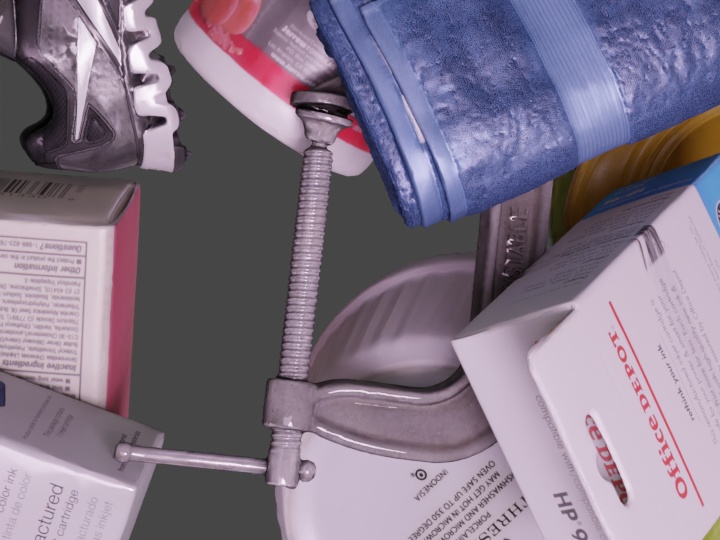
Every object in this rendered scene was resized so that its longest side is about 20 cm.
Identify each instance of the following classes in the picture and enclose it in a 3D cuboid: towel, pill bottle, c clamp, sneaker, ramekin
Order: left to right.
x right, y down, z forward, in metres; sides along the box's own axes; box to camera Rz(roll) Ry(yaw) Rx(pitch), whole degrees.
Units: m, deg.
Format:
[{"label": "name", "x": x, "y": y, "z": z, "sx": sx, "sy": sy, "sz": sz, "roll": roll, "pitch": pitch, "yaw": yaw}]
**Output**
[{"label": "sneaker", "x": -0.138, "y": -0.135, "z": 0.988, "sx": 0.090, "sy": 0.066, "sz": 0.201, "roll": -12, "pitch": 105, "yaw": -12}, {"label": "c clamp", "x": 0.000, "y": 0.000, "z": 0.914, "sx": 0.170, "sy": 0.027, "sz": 0.201, "roll": 13, "pitch": 82, "yaw": -10}, {"label": "pill bottle", "x": 0.015, "y": -0.152, "z": 0.967, "sx": 0.110, "sy": 0.111, "sz": 0.200, "roll": 36, "pitch": 101, "yaw": -8}, {"label": "ramekin", "x": 0.051, "y": 0.100, "z": 1.007, "sx": 0.201, "sy": 0.094, "sz": 0.204, "roll": 6, "pitch": 108, "yaw": 17}, {"label": "towel", "x": 0.088, "y": -0.102, "z": 0.898, "sx": 0.199, "sy": 0.049, "sz": 0.112, "roll": -24, "pitch": 83, "yaw": -10}]

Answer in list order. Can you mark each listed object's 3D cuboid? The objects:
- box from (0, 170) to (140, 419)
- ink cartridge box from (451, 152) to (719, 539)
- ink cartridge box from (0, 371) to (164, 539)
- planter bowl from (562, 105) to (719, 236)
[{"label": "box", "x": -0.175, "y": 0.059, "z": 1.018, "sx": 0.127, "sy": 0.109, "sz": 0.201, "roll": 5, "pitch": 104, "yaw": 0}, {"label": "ink cartridge box", "x": 0.112, "y": 0.046, "z": 0.900, "sx": 0.066, "sy": 0.200, "sz": 0.116, "roll": -17, "pitch": 104, "yaw": 39}, {"label": "ink cartridge box", "x": -0.205, "y": 0.110, "z": 0.931, "sx": 0.199, "sy": 0.088, "sz": 0.146, "roll": 21, "pitch": 103, "yaw": -2}, {"label": "planter bowl", "x": 0.200, "y": -0.011, "z": 0.996, "sx": 0.199, "sy": 0.083, "sz": 0.201, "roll": 15, "pitch": 121, "yaw": 27}]
